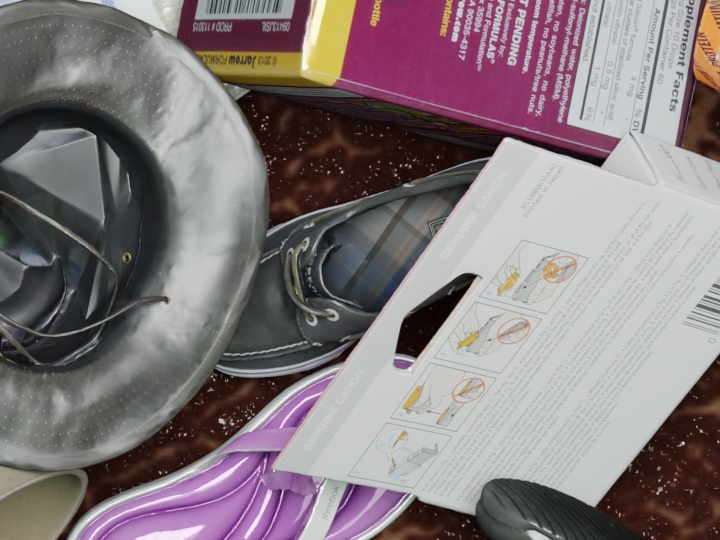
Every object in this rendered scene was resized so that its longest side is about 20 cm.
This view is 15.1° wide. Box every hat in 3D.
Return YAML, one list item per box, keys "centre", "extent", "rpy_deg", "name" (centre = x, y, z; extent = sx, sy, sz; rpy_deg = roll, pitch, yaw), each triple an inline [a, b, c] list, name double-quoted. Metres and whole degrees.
- centre: [-0.139, -0.015, 1.189]
  extent: [0.200, 0.081, 0.201]
  rpy_deg: [0, 90, -19]
  name: "hat"

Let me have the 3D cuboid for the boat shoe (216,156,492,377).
- centre: [0.000, 0.000, 1.245]
  extent: [0.199, 0.066, 0.070]
  rpy_deg: [-18, 86, 24]
  name: "boat shoe"

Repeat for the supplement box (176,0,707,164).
- centre: [0.037, -0.114, 1.216]
  extent: [0.199, 0.131, 0.104]
  rpy_deg: [13, 88, -31]
  name: "supplement box"

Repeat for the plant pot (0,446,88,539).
- centre: [-0.256, 0.078, 1.221]
  extent: [0.187, 0.187, 0.200]
  rpy_deg: [-41, 79, -3]
  name: "plant pot"

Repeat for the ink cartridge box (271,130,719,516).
- centre: [0.075, 0.024, 1.214]
  extent: [0.176, 0.045, 0.200]
  rpy_deg: [17, 123, -32]
  name: "ink cartridge box"

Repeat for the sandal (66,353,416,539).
- centre: [-0.044, 0.110, 1.285]
  extent: [0.202, 0.050, 0.083]
  rpy_deg: [-30, 92, -4]
  name: "sandal"

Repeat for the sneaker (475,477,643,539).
- centre: [0.118, 0.168, 1.260]
  extent: [0.200, 0.074, 0.089]
  rpy_deg: [33, 99, -28]
  name: "sneaker"

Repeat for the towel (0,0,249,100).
- centre: [-0.122, -0.122, 1.236]
  extent: [0.200, 0.024, 0.147]
  rpy_deg: [-30, 108, -12]
  name: "towel"

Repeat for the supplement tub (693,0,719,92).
- centre: [0.253, -0.089, 1.177]
  extent: [0.199, 0.123, 0.123]
  rpy_deg: [25, 88, 16]
  name: "supplement tub"
